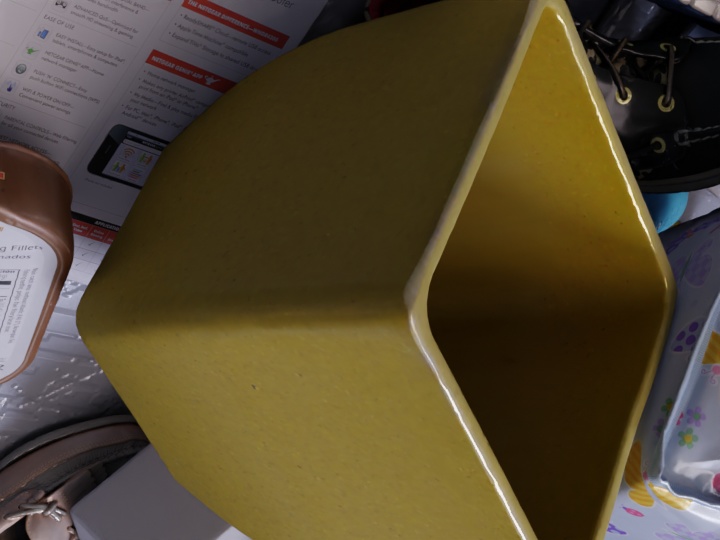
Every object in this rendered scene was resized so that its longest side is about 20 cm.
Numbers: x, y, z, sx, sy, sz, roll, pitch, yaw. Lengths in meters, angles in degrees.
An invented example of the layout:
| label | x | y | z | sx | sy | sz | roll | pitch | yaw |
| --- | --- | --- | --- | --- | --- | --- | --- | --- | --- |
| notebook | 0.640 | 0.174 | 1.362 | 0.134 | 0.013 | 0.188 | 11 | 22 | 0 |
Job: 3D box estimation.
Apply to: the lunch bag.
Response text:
| label | x | y | z | sx | sy | sz | roll | pitch | yaw |
| --- | --- | --- | --- | --- | --- | --- | --- | --- | --- |
| lunch bag | 0.180 | 0.049 | 0.999 | 0.127 | 0.169 | 0.201 | 30 | 68 | -15 |

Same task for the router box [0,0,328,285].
| label | x | y | z | sx | sy | sz | roll | pitch | yaw |
| --- | --- | --- | --- | --- | --- | --- | --- | --- | --- |
| router box | -0.137 | -0.091 | 0.892 | 0.199 | 0.049 | 0.180 | 19 | 113 | -46 |

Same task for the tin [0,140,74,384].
| label | x | y | z | sx | sy | sz | roll | pitch | yaw |
| --- | --- | --- | --- | --- | --- | --- | --- | --- | --- |
| tin | -0.186 | 0.005 | 0.884 | 0.111 | 0.042 | 0.200 | -4 | 155 | -20 |

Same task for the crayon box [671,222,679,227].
| label | x | y | z | sx | sy | sz | roll | pitch | yaw |
| --- | --- | --- | --- | --- | --- | --- | --- | --- | --- |
| crayon box | 0.173 | 0.096 | 1.201 | 0.058 | 0.173 | 0.201 | 18 | 114 | -43 |

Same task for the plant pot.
| label | x | y | z | sx | sy | sz | roll | pitch | yaw |
| --- | --- | --- | --- | --- | --- | --- | --- | --- | --- |
| plant pot | -0.001 | 0.015 | 0.875 | 0.195 | 0.199 | 0.196 | 62 | 39 | -37 |

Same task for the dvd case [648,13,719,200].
| label | x | y | z | sx | sy | sz | roll | pitch | yaw |
| --- | --- | --- | --- | --- | --- | --- | --- | --- | --- |
| dvd case | 0.237 | -0.111 | 1.183 | 0.143 | 0.018 | 0.200 | -48 | 139 | 11 |

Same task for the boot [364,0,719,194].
| label | x | y | z | sx | sy | sz | roll | pitch | yaw |
| --- | --- | --- | --- | --- | --- | --- | --- | --- | --- |
| boot | 0.116 | -0.104 | 0.998 | 0.202 | 0.074 | 0.154 | -11 | 144 | 28 |

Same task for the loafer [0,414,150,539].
| label | x | y | z | sx | sy | sz | roll | pitch | yaw |
| --- | --- | --- | --- | --- | --- | --- | --- | --- | --- |
| loafer | -0.187 | 0.143 | 1.054 | 0.199 | 0.063 | 0.072 | -24 | 137 | -18 |

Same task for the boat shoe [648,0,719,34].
| label | x | y | z | sx | sy | sz | roll | pitch | yaw |
| --- | --- | --- | --- | --- | --- | --- | --- | --- | --- |
| boat shoe | 0.134 | -0.181 | 1.010 | 0.199 | 0.072 | 0.073 | 20 | 93 | -39 |

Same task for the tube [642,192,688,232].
| label | x | y | z | sx | sy | sz | roll | pitch | yaw |
| --- | --- | --- | --- | --- | --- | --- | --- | --- | --- |
| tube | 0.119 | -0.021 | 1.081 | 0.077 | 0.051 | 0.200 | -28 | -179 | 31 |

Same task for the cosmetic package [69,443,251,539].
| label | x | y | z | sx | sy | sz | roll | pitch | yaw |
| --- | --- | --- | --- | --- | --- | --- | --- | --- | --- |
| cosmetic package | -0.050 | 0.109 | 1.081 | 0.200 | 0.071 | 0.102 | -39 | 151 | -20 |
